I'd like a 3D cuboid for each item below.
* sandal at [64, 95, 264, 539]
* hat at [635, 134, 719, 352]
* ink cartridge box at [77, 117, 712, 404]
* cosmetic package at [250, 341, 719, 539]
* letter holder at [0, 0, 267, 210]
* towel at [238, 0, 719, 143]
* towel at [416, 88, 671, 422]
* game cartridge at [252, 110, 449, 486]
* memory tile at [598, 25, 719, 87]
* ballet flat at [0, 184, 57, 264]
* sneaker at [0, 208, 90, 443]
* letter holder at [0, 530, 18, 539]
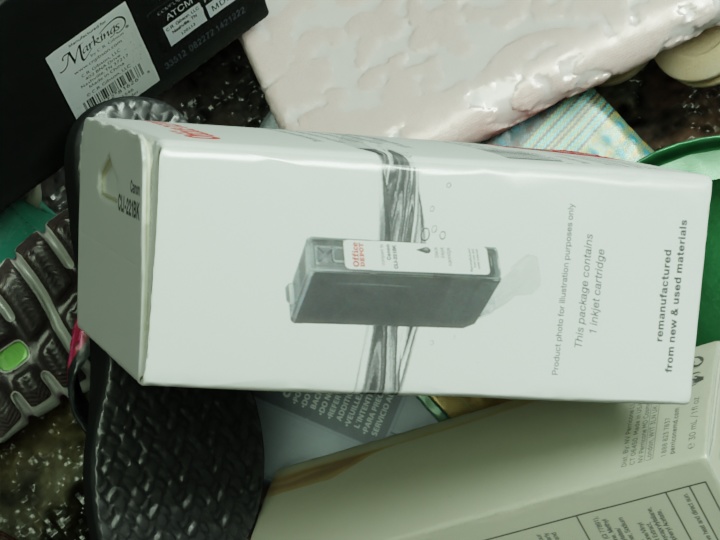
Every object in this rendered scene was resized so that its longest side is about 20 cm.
[{"bbox_3d":[-0.084,0.033,0.898,0.075,0.045,0.202,-2,82,-32],"label":"sandal"},{"bbox_3d":[0.157,0.013,0.847,0.165,0.176,0.201,-33,88,-6],"label":"hat"},{"bbox_3d":[0.005,-0.006,0.818,0.198,0.144,0.084,4,95,-16],"label":"ink cartridge box"},{"bbox_3d":[0.065,0.110,0.877,0.199,0.071,0.106,-17,120,24],"label":"cosmetic package"},{"bbox_3d":[-0.165,-0.115,0.917,0.200,0.101,0.142,-37,57,-10],"label":"letter holder"},{"bbox_3d":[0.040,-0.133,0.958,0.199,0.032,0.192,-27,53,2],"label":"towel"},{"bbox_3d":[0.093,0.022,0.942,0.147,0.022,0.200,-44,89,-7],"label":"towel"},{"bbox_3d":[0.000,0.000,0.975,0.132,0.042,0.201,22,84,14],"label":"game cartridge"},{"bbox_3d":[0.172,-0.146,0.931,0.199,0.017,0.154,3,74,39],"label":"memory tile"},{"bbox_3d":[-0.189,-0.086,0.999,0.070,0.067,0.201,-30,85,3],"label":"ballet flat"},{"bbox_3d":[-0.140,0.022,0.959,0.199,0.115,0.076,-30,100,-15],"label":"sneaker"},{"bbox_3d":[-0.154,0.213,0.888,0.141,0.101,0.201,26,85,9],"label":"letter holder"}]
